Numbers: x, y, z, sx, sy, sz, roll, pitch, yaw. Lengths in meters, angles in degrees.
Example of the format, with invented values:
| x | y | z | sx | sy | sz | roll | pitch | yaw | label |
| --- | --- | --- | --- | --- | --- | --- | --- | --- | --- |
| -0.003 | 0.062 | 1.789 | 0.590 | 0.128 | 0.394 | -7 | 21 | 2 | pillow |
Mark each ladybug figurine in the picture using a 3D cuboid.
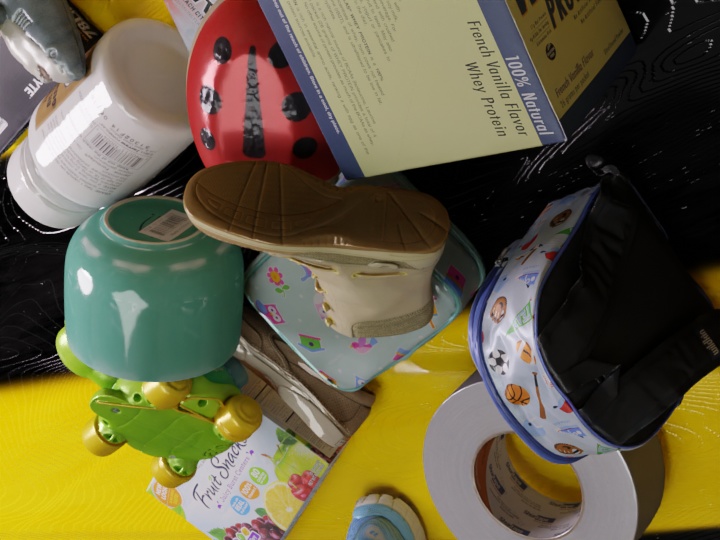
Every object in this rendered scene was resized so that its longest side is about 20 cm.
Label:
| x | y | z | sx | sy | sz | roll | pitch | yaw | label |
| --- | --- | --- | --- | --- | --- | --- | --- | --- | --- |
| -0.074 | -0.126 | 1.489 | 0.135 | 0.072 | 0.200 | 3 | 121 | 13 | ladybug figurine |

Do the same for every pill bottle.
| x | y | z | sx | sy | sz | roll | pitch | yaw | label |
| --- | --- | --- | --- | --- | --- | --- | --- | --- | --- |
| -0.217 | -0.119 | 1.647 | 0.114 | 0.114 | 0.200 | 47 | 135 | -7 | pill bottle |

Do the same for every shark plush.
| x | y | z | sx | sy | sz | roll | pitch | yaw | label |
| --- | --- | --- | --- | --- | --- | --- | --- | --- | --- |
| -0.257 | -0.252 | 1.583 | 0.083 | 0.091 | 0.200 | -2 | 80 | 38 | shark plush |

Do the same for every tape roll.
| x | y | z | sx | sy | sz | roll | pitch | yaw | label |
| --- | --- | --- | --- | --- | --- | --- | --- | --- | --- |
| 0.155 | 0.168 | 1.643 | 0.200 | 0.066 | 0.201 | 14 | 120 | 26 | tape roll |

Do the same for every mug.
| x | y | z | sx | sy | sz | roll | pitch | yaw | label |
| --- | --- | --- | --- | --- | --- | --- | --- | --- | --- |
| -0.178 | -0.002 | 1.643 | 0.152 | 0.185 | 0.115 | -6 | 122 | -17 | mug |

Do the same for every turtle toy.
| x | y | z | sx | sy | sz | roll | pitch | yaw | label |
| --- | --- | --- | --- | --- | --- | --- | --- | --- | --- |
| -0.183 | 0.104 | 1.725 | 0.200 | 0.101 | 0.146 | 29 | 136 | -26 | turtle toy |

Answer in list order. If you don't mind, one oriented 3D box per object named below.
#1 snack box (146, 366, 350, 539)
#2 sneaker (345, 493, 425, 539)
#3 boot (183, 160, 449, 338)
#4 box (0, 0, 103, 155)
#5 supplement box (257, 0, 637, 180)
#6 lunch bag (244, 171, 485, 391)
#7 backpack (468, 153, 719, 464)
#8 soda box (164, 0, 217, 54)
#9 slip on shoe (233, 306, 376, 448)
| x | y | z | sx | sy | sz | roll | pitch | yaw | label |
| --- | --- | --- | --- | --- | --- | --- | --- | --- | --- |
| -0.110 | 0.186 | 1.859 | 0.142 | 0.053 | 0.200 | 36 | 134 | 6 | snack box |
| 0.041 | 0.311 | 1.831 | 0.078 | 0.090 | 0.200 | -21 | 113 | 42 | sneaker |
| -0.035 | -0.012 | 1.490 | 0.200 | 0.073 | 0.156 | 7 | 152 | 2 | boot |
| -0.349 | -0.215 | 1.707 | 0.199 | 0.050 | 0.200 | 47 | 135 | -6 | box |
| 0.056 | -0.194 | 1.396 | 0.200 | 0.134 | 0.200 | -8 | 119 | 38 | supplement box |
| 0.000 | 0.000 | 1.626 | 0.160 | 0.077 | 0.200 | 46 | 135 | -5 | lunch bag |
| 0.169 | 0.048 | 1.472 | 0.200 | 0.191 | 0.154 | 50 | 135 | -11 | backpack |
| -0.100 | -0.196 | 1.540 | 0.063 | 0.068 | 0.200 | -12 | 117 | 29 | soda box |
| -0.072 | 0.072 | 1.745 | 0.200 | 0.076 | 0.061 | 45 | 96 | 6 | slip on shoe |
